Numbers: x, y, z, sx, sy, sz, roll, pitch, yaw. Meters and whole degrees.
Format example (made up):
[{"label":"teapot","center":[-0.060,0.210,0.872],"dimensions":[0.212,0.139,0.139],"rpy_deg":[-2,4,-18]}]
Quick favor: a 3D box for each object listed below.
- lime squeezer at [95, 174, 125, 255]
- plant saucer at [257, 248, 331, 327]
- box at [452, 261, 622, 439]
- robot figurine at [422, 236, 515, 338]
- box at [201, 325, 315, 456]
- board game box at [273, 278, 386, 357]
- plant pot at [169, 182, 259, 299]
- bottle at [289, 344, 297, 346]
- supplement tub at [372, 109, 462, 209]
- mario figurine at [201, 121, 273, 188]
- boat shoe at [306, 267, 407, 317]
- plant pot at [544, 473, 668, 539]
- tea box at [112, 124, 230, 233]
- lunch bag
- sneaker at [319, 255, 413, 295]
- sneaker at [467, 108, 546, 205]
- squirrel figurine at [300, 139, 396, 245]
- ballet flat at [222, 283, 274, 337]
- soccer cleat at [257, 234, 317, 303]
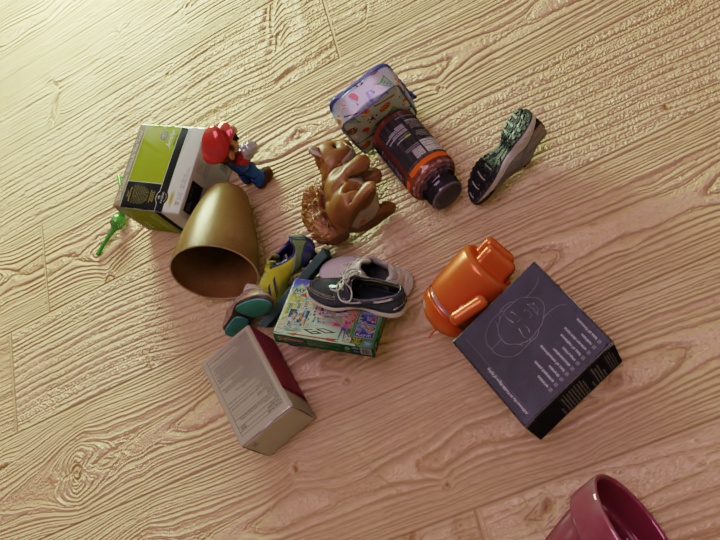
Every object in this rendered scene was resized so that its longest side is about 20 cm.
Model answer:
[{"label":"lime squeezer","center":[-0.569,-0.133,2.103],"dimensions":[0.070,0.037,0.205],"rpy_deg":[-15,61,55]},{"label":"plant saucer","center":[-0.127,0.038,1.792],"dimensions":[0.019,0.070,0.201],"rpy_deg":[40,94,8]},{"label":"box","center":[0.297,0.136,1.511],"dimensions":[0.196,0.124,0.201],"rpy_deg":[-43,59,3]},{"label":"robot figurine","center":[0.188,0.037,1.593],"dimensions":[0.201,0.115,0.145],"rpy_deg":[-49,48,23]},{"label":"box","center":[-0.196,0.231,1.726],"dimensions":[0.127,0.109,0.202],"rpy_deg":[-38,59,8]},{"label":"board game box","center":[-0.050,0.086,1.672],"dimensions":[0.195,0.029,0.136],"rpy_deg":[7,51,17]},{"label":"plant pot","center":[-0.291,-0.076,1.867],"dimensions":[0.182,0.187,0.204],"rpy_deg":[-13,52,21]},{"label":"bottle","center":[-0.059,0.105,1.733],"dimensions":[0.196,0.065,0.085],"rpy_deg":[0,65,26]},{"label":"supplement tub","center":[0.113,-0.211,1.745],"dimensions":[0.106,0.107,0.201],"rpy_deg":[-39,62,7]},{"label":"mario figurine","center":[-0.255,-0.255,1.890],"dimensions":[0.121,0.200,0.108],"rpy_deg":[-17,64,18]},{"label":"boat shoe","center":[-0.010,0.039,1.644],"dimensions":[0.196,0.063,0.076],"rpy_deg":[13,52,21]},{"label":"plant pot","center":[0.352,0.440,1.340],"dimensions":[0.179,0.198,0.202],"rpy_deg":[-45,57,22]},{"label":"tea box","center":[-0.410,-0.199,1.985],"dimensions":[0.193,0.133,0.204],"rpy_deg":[9,74,28]},{"label":"lunch bag","center":[0.031,-0.321,1.782],"dimensions":[0.159,0.200,0.076],"rpy_deg":[-37,73,8]},{"label":"sneaker","center":[0.000,0.000,1.724],"dimensions":[0.196,0.099,0.080],"rpy_deg":[4,72,27]},{"label":"sneaker","center":[0.276,-0.201,1.684],"dimensions":[0.201,0.078,0.074],"rpy_deg":[-52,39,19]},{"label":"squirrel figurine","center":[-0.054,-0.159,1.784],"dimensions":[0.199,0.141,0.188],"rpy_deg":[-40,66,15]},{"label":"ballet flat","center":[-0.226,0.067,1.787],"dimensions":[0.199,0.067,0.069],"rpy_deg":[-37,39,49]},{"label":"soccer cleat","center":[-0.168,0.001,1.795],"dimensions":[0.200,0.083,0.065],"rpy_deg":[-48,47,26]}]
